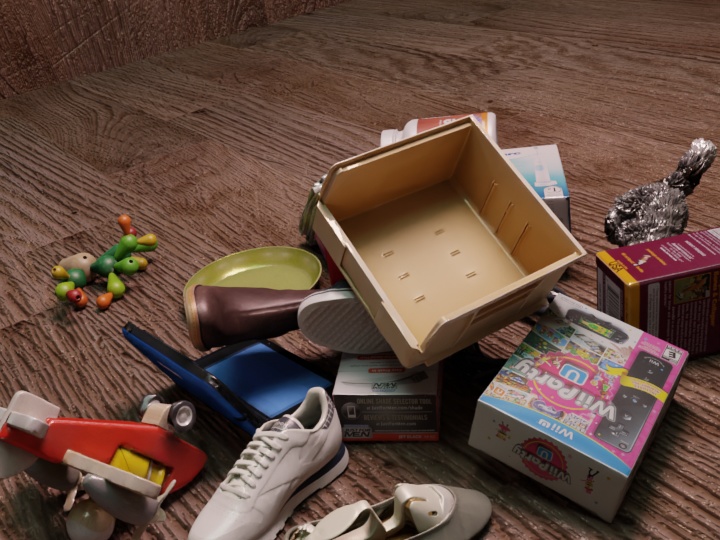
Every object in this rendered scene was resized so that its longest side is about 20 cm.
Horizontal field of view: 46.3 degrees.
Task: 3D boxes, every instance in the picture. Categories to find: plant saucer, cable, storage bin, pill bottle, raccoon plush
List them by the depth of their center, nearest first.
[{"bbox_3d":[0.082,-0.032,0.857,0.196,0.094,0.201,-22,64,-26],"label":"storage bin"},{"bbox_3d":[0.183,0.076,0.976,0.160,0.052,0.201,-2,29,-1],"label":"cable"},{"bbox_3d":[0.383,-0.063,1.042,0.095,0.202,0.134,19,23,-16],"label":"raccoon plush"},{"bbox_3d":[-0.149,0.025,1.184,0.196,0.032,0.201,-8,28,4],"label":"plant saucer"},{"bbox_3d":[0.137,-0.206,1.447,0.196,0.114,0.113,-4,27,11],"label":"pill bottle"}]

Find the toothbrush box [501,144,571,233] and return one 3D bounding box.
[{"bbox_3d":[0.211,-0.098,1.169,0.144,0.087,0.201,-5,28,9],"label":"toothbrush box"}]

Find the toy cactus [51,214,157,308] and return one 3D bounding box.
[{"bbox_3d":[-0.405,-0.011,1.280,0.163,0.103,0.201,-2,35,35],"label":"toy cactus"}]

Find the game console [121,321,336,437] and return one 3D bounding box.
[{"bbox_3d":[-0.143,0.100,0.953,0.198,0.171,0.119,20,65,44],"label":"game console"}]

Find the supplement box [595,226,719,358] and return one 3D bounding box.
[{"bbox_3d":[0.370,0.026,0.934,0.196,0.112,0.086,-12,27,-6],"label":"supplement box"}]

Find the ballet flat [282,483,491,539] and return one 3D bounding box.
[{"bbox_3d":[0.025,0.219,0.722,0.197,0.065,0.067,-17,28,-16],"label":"ballet flat"}]

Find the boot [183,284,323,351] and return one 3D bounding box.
[{"bbox_3d":[-0.098,0.039,0.931,0.163,0.074,0.200,-11,-5,5],"label":"boot"}]

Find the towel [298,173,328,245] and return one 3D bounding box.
[{"bbox_3d":[0.006,-0.114,1.273,0.197,0.172,0.049,-20,74,-20],"label":"towel"}]

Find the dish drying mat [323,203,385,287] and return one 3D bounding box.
[{"bbox_3d":[0.000,0.000,1.005,0.075,0.202,0.018,-7,46,1],"label":"dish drying mat"}]

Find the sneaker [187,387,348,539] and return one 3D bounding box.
[{"bbox_3d":[-0.092,0.192,0.794,0.075,0.082,0.200,14,36,34],"label":"sneaker"}]

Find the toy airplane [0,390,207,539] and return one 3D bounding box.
[{"bbox_3d":[-0.257,0.187,0.787,0.195,0.144,0.200,6,-5,2],"label":"toy airplane"}]

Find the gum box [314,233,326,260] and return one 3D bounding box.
[{"bbox_3d":[0.041,-0.080,1.215,0.198,0.067,0.114,-23,-15,-21],"label":"gum box"}]

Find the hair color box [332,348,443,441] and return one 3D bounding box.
[{"bbox_3d":[0.038,0.103,0.941,0.109,0.065,0.201,-2,27,9],"label":"hair color box"}]

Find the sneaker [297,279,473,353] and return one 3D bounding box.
[{"bbox_3d":[0.028,0.039,0.909,0.196,0.079,0.080,3,36,-10],"label":"sneaker"}]

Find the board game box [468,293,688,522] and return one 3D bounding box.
[{"bbox_3d":[0.214,0.122,0.811,0.146,0.065,0.200,25,41,23],"label":"board game box"}]
